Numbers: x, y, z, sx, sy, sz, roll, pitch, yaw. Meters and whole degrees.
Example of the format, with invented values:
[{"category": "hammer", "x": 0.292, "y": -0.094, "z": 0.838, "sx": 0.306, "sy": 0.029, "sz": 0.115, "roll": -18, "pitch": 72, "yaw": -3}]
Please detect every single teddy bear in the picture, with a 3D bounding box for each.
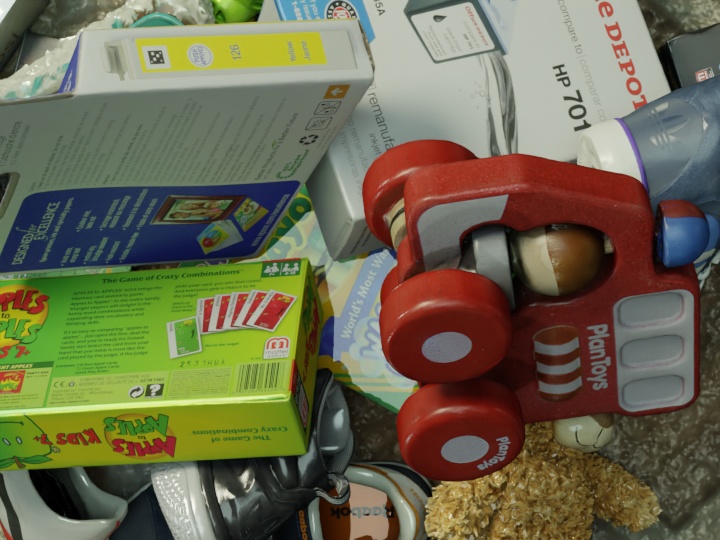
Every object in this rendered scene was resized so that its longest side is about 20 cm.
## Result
[{"category": "teddy bear", "x": 0.102, "y": 0.140, "z": 1.100, "sx": 0.145, "sy": 0.067, "sz": 0.201, "roll": 29, "pitch": 90, "yaw": -19}]

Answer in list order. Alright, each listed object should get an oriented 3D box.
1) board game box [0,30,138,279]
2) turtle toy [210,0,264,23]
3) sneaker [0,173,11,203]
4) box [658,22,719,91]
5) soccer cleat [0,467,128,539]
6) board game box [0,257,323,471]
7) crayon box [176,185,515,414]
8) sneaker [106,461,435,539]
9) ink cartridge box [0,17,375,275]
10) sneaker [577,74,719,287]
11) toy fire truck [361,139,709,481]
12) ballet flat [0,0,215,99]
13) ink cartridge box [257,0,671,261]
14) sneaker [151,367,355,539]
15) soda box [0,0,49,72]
[{"category": "board game box", "x": -0.178, "y": -0.033, "z": 1.157, "sx": 0.104, "sy": 0.023, "sz": 0.201, "roll": 16, "pitch": 89, "yaw": 2}, {"category": "turtle toy", "x": -0.088, "y": -0.231, "z": 1.110, "sx": 0.200, "sy": 0.146, "sz": 0.101, "roll": 44, "pitch": 51, "yaw": 3}, {"category": "sneaker", "x": -0.221, "y": -0.047, "z": 1.070, "sx": 0.199, "sy": 0.079, "sz": 0.074, "roll": 0, "pitch": 130, "yaw": -6}, {"category": "box", "x": 0.297, "y": -0.068, "z": 1.119, "sx": 0.198, "sy": 0.050, "sz": 0.201, "roll": -18, "pitch": 88, "yaw": 4}, {"category": "soccer cleat", "x": -0.212, "y": 0.085, "z": 1.110, "sx": 0.085, "sy": 0.069, "sz": 0.200, "roll": -29, "pitch": 101, "yaw": 38}, {"category": "board game box", "x": -0.125, "y": 0.051, "z": 1.038, "sx": 0.199, "sy": 0.048, "sz": 0.102, "roll": -4, "pitch": 45, "yaw": 10}, {"category": "crayon box", "x": 0.000, "y": 0.000, "z": 1.132, "sx": 0.199, "sy": 0.052, "sz": 0.126, "roll": 29, "pitch": 90, "yaw": 4}, {"category": "sneaker", "x": -0.055, "y": 0.146, "z": 1.119, "sx": 0.199, "sy": 0.079, "sz": 0.079, "roll": -10, "pitch": 89, "yaw": 4}, {"category": "ink cartridge box", "x": -0.118, "y": -0.058, "z": 0.989, "sx": 0.199, "sy": 0.198, "sz": 0.047, "roll": -3, "pitch": 66, "yaw": -24}, {"category": "sneaker", "x": 0.196, "y": -0.031, "z": 1.063, "sx": 0.146, "sy": 0.200, "sz": 0.081, "roll": -17, "pitch": 56, "yaw": -5}, {"category": "toy fire truck", "x": 0.093, "y": 0.013, "z": 0.984, "sx": 0.167, "sy": 0.200, "sz": 0.112, "roll": -9, "pitch": 49, "yaw": 1}, {"category": "ballet flat", "x": -0.158, "y": -0.106, "z": 1.111, "sx": 0.200, "sy": 0.072, "sz": 0.072, "roll": -28, "pitch": 87, "yaw": 26}, {"category": "ink cartridge box", "x": 0.058, "y": -0.108, "z": 1.082, "sx": 0.199, "sy": 0.086, "sz": 0.147, "roll": -17, "pitch": 79, "yaw": -12}, {"category": "sneaker", "x": -0.067, "y": 0.077, "z": 1.088, "sx": 0.113, "sy": 0.076, "sz": 0.200, "roll": -20, "pitch": 45, "yaw": -1}, {"category": "soda box", "x": -0.262, "y": -0.115, "z": 1.144, "sx": 0.068, "sy": 0.064, "sz": 0.200, "roll": 34, "pitch": 91, "yaw": 4}]
